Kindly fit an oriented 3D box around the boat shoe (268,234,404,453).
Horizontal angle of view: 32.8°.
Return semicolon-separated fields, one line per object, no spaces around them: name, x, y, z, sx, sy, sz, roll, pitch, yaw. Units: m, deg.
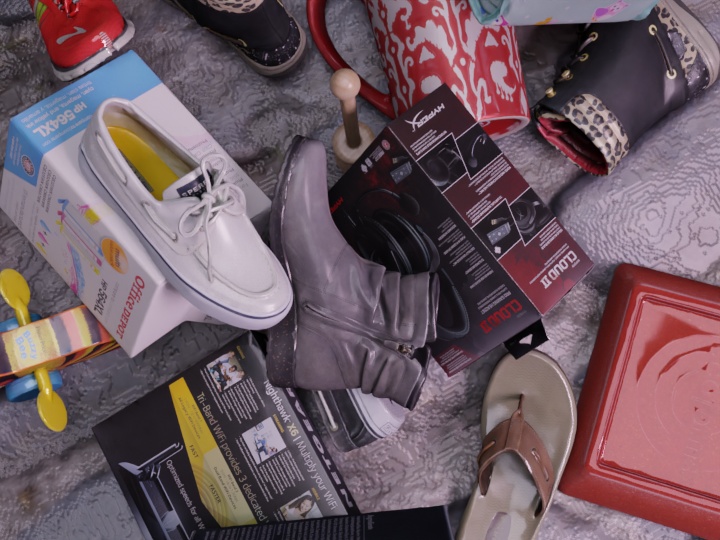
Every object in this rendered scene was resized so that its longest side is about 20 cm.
boat shoe;-0.038;0.054;1.003;0.070;0.072;0.202;-31;72;12

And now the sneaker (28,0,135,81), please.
sneaker;-0.248;-0.224;1.007;0.077;0.085;0.200;-35;41;-4

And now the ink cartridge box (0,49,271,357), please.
ink cartridge box;-0.174;-0.043;0.976;0.200;0.129;0.125;47;56;10

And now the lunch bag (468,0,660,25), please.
lunch bag;0.148;-0.296;0.933;0.169;0.122;0.202;-10;73;-31

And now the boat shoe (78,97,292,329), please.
boat shoe;-0.118;-0.049;0.872;0.202;0.086;0.074;47;56;8

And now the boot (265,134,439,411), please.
boot;0.000;0.000;0.932;0.130;0.070;0.203;4;102;14

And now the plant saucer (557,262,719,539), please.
plant saucer;0.276;0.108;0.979;0.198;0.037;0.202;15;82;16

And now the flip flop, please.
flip flop;0.121;0.163;0.981;0.080;0.058;0.202;17;87;10

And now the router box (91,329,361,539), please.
router box;-0.102;0.174;0.982;0.156;0.052;0.202;-30;78;6

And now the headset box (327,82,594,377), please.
headset box;0.074;-0.019;0.956;0.077;0.149;0.201;-37;88;-33

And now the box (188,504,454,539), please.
box;-0.024;0.266;0.885;0.197;0.107;0.151;-6;98;1

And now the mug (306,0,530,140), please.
mug;0.057;-0.203;1.035;0.132;0.177;0.203;-9;83;-36

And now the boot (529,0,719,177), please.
boot;0.188;-0.192;1.021;0.154;0.074;0.204;-43;85;-17

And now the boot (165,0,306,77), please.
boot;-0.134;-0.258;1.008;0.203;0.154;0.074;42;87;13

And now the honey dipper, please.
honey dipper;-0.009;-0.117;0.965;0.037;0.200;0.039;-1;80;4

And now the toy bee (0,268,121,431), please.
toy bee;-0.283;0.078;0.993;0.200;0.109;0.131;-42;83;-5
